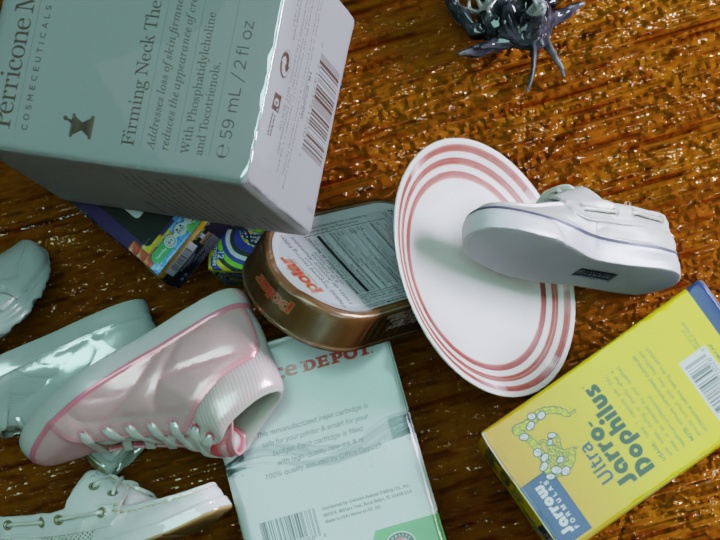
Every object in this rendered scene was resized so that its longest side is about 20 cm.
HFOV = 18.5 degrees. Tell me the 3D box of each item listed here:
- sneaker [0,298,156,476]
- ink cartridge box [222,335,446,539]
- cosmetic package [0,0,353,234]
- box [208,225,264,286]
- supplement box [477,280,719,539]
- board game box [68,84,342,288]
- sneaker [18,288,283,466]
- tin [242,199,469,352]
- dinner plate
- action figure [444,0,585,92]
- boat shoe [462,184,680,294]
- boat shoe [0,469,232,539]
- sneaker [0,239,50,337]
[{"bbox_3d":[-0.231,0.114,1.670,0.200,0.074,0.116,-26,78,-3],"label":"sneaker"},{"bbox_3d":[-0.025,0.149,1.652,0.146,0.083,0.201,-15,80,-1],"label":"ink cartridge box"},{"bbox_3d":[-0.132,-0.133,1.530,0.199,0.166,0.168,8,81,16],"label":"cosmetic package"},{"bbox_3d":[-0.074,-0.091,1.699,0.064,0.070,0.201,2,80,6],"label":"box"},{"bbox_3d":[0.198,0.112,1.638,0.200,0.109,0.110,-35,82,-4],"label":"supplement box"},{"bbox_3d":[-0.140,-0.115,1.651,0.165,0.057,0.200,40,90,18],"label":"board game box"},{"bbox_3d":[-0.145,0.107,1.591,0.200,0.075,0.105,-33,72,3],"label":"sneaker"},{"bbox_3d":[0.000,0.000,1.633,0.112,0.200,0.042,44,126,26],"label":"tin"},{"bbox_3d":[0.089,-0.001,1.646,0.024,0.200,0.201,-24,77,41],"label":"dinner plate"},{"bbox_3d":[0.105,-0.242,1.706,0.119,0.102,0.200,-26,79,-14],"label":"action figure"},{"bbox_3d":[0.158,-0.032,1.650,0.199,0.072,0.066,9,64,-30],"label":"boat shoe"},{"bbox_3d":[-0.192,0.181,1.639,0.199,0.071,0.070,-18,78,17],"label":"boat shoe"},{"bbox_3d":[-0.317,0.026,1.651,0.099,0.078,0.200,53,55,-11],"label":"sneaker"}]
